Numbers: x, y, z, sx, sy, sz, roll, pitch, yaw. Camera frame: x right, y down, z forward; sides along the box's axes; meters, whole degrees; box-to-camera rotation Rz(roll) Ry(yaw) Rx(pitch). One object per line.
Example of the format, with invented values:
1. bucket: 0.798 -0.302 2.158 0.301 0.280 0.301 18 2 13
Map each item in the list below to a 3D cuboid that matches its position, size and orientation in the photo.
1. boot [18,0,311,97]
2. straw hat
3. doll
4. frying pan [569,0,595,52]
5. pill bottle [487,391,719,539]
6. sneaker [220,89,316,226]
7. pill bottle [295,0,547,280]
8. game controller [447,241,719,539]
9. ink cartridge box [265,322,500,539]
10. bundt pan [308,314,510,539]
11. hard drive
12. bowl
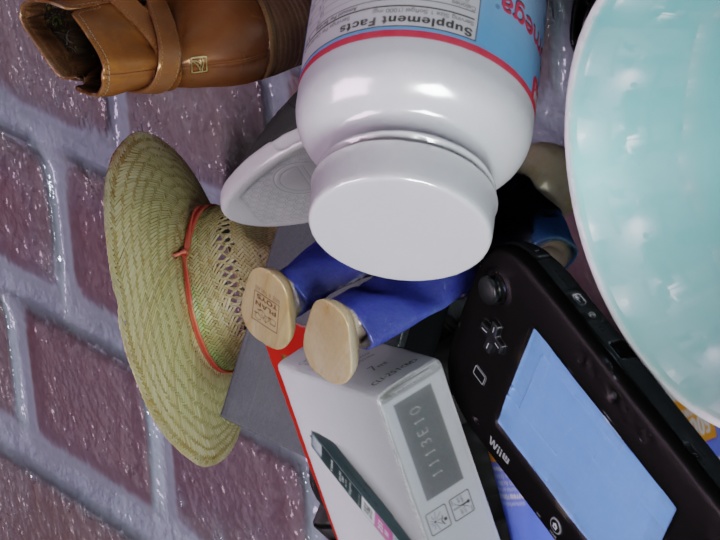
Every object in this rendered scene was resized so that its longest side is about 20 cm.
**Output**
1. boot: -0.122 -0.148 1.643 0.200 0.155 0.077 41 137 45
2. straw hat: -0.067 0.007 1.688 0.085 0.201 0.201 -15 90 20
3. doll: 0.034 -0.017 1.389 0.136 0.200 0.049 28 131 34
4. frying pan: 0.109 -0.194 1.355 0.115 0.031 0.190 65 147 20
5. pill bottle: 0.134 0.150 1.380 0.112 0.112 0.200 -14 91 61
6. sneaker: -0.001 -0.104 1.497 0.200 0.071 0.099 -37 50 32
7. pill bottle: 0.029 -0.101 1.337 0.109 0.109 0.200 127 156 -55
8. game controller: 0.103 0.082 1.274 0.200 0.042 0.104 53 134 32
9. ink cartridge box: 0.007 0.124 1.431 0.173 0.044 0.200 14 128 56
10. bundt pan: 0.037 0.129 1.580 0.202 0.076 0.202 35 132 51
11. hard drive: 0.000 0.000 1.543 0.139 0.033 0.200 20 93 55
12. bowl: 0.183 -0.040 1.213 0.201 0.105 0.201 33 130 51
